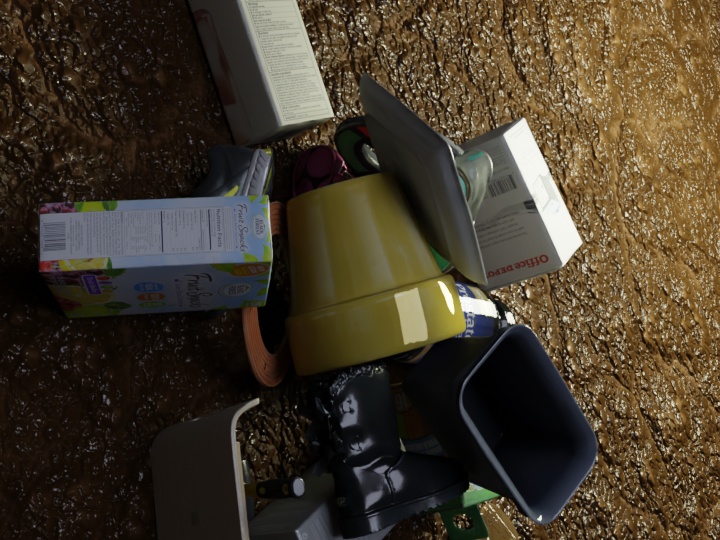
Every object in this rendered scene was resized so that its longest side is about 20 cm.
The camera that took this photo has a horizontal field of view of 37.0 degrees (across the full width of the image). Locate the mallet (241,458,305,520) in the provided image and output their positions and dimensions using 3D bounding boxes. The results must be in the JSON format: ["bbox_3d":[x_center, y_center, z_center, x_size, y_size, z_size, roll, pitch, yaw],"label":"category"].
[{"bbox_3d":[-0.098,0.223,1.046,0.041,0.199,0.067,-4,88,-27],"label":"mallet"}]

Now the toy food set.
[{"bbox_3d":[-0.134,0.235,1.031,0.060,0.143,0.203,3,73,-43],"label":"toy food set"}]

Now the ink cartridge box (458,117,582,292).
[{"bbox_3d":[0.199,-0.090,1.514,0.086,0.145,0.202,-41,107,-49],"label":"ink cartridge box"}]

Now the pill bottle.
[{"bbox_3d":[0.108,0.068,1.383,0.199,0.111,0.113,10,68,-45],"label":"pill bottle"}]

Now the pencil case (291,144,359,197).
[{"bbox_3d":[0.008,-0.078,1.342,0.199,0.093,0.092,28,57,-39],"label":"pencil case"}]

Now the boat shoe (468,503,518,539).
[{"bbox_3d":[0.146,0.361,1.354,0.072,0.072,0.200,48,22,-1],"label":"boat shoe"}]

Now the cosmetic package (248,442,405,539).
[{"bbox_3d":[-0.030,0.264,1.166,0.199,0.106,0.091,-31,99,-47],"label":"cosmetic package"}]

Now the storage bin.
[{"bbox_3d":[0.146,0.152,1.169,0.146,0.134,0.201,-45,116,-25],"label":"storage bin"}]

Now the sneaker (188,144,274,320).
[{"bbox_3d":[-0.155,-0.045,1.179,0.075,0.084,0.202,84,22,-74],"label":"sneaker"}]

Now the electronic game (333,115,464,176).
[{"bbox_3d":[0.059,-0.133,1.342,0.199,0.199,0.042,35,70,-34],"label":"electronic game"}]

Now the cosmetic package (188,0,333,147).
[{"bbox_3d":[-0.120,-0.257,1.272,0.103,0.087,0.202,-17,89,-48],"label":"cosmetic package"}]

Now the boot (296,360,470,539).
[{"bbox_3d":[0.028,0.176,1.130,0.197,0.073,0.165,-11,84,-45],"label":"boot"}]

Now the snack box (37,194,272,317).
[{"bbox_3d":[-0.183,-0.010,0.989,0.197,0.169,0.069,-4,75,-8],"label":"snack box"}]

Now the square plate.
[{"bbox_3d":[0.063,-0.098,1.192,0.028,0.198,0.201,-29,131,-11],"label":"square plate"}]

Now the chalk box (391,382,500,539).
[{"bbox_3d":[0.103,0.230,1.309,0.123,0.124,0.203,-2,76,-48],"label":"chalk box"}]

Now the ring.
[{"bbox_3d":[-0.100,0.026,1.178,0.200,0.019,0.203,1,90,-77],"label":"ring"}]

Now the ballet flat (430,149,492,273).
[{"bbox_3d":[0.117,-0.067,1.291,0.063,0.201,0.067,-33,66,-30],"label":"ballet flat"}]

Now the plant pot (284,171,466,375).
[{"bbox_3d":[0.000,0.000,1.194,0.200,0.199,0.191,-15,89,-49],"label":"plant pot"}]
